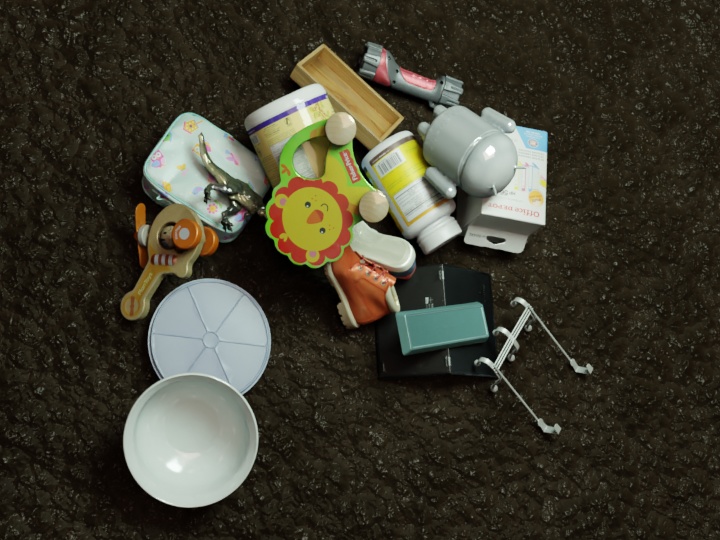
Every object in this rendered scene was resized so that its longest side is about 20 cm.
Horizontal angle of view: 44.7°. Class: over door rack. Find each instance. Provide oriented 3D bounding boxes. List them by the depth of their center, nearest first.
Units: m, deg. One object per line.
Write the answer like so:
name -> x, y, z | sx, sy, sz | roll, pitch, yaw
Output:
over door rack -> 0.297, 0.169, 1.532 | 0.200, 0.066, 0.149 | 43, 65, -16

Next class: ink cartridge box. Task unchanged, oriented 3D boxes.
ink cartridge box -> 0.252, -0.142, 1.566 | 0.126, 0.125, 0.204 | 8, 73, -13

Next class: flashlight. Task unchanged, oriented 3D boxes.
flashlight -> 0.093, -0.357, 1.611 | 0.196, 0.068, 0.069 | 16, 61, -11

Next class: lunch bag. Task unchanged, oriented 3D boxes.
lunch bag -> -0.259, -0.151, 1.452 | 0.198, 0.077, 0.162 | 33, 71, -5

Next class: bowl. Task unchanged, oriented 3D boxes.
bowl -> -0.255, 0.245, 1.326 | 0.197, 0.090, 0.205 | -1, 97, -10

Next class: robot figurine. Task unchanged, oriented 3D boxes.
robot figurine -> 0.181, -0.196, 1.453 | 0.170, 0.113, 0.200 | -49, 55, 0

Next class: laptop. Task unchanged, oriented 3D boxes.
laptop -> 0.132, 0.095, 1.533 | 0.196, 0.116, 0.191 | -6, 75, 13

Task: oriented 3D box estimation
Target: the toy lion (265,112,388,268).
toy lion -> -0.064, -0.114, 1.331 | 0.189, 0.069, 0.203 | -23, 98, 3

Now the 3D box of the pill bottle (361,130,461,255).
pill bottle -> 0.093, -0.133, 1.528 | 0.108, 0.109, 0.202 | -29, 85, -20

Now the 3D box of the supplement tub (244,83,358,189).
supplement tub -> -0.087, -0.182, 1.420 | 0.144, 0.145, 0.203 | -28, 99, -20

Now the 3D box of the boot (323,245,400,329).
boot -> 0.000, 0.000, 1.424 | 0.105, 0.202, 0.076 | -11, 35, 15

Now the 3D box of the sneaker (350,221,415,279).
sneaker -> 0.008, -0.037, 1.499 | 0.198, 0.085, 0.076 | 29, 76, 24

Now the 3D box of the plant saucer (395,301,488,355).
plant saucer -> 0.141, 0.094, 1.455 | 0.197, 0.019, 0.071 | -5, 80, -39

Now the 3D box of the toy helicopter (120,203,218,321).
toy helicopter -> -0.326, -0.015, 1.388 | 0.131, 0.079, 0.202 | 32, 92, 18

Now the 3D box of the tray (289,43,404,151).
tray -> -0.023, -0.308, 1.564 | 0.199, 0.037, 0.099 | 42, 45, -1

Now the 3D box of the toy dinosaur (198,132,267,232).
toy dinosaur -> -0.207, -0.121, 1.394 | 0.200, 0.047, 0.089 | 44, 52, -10

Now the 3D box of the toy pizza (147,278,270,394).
toy pizza -> -0.243, 0.114, 1.411 | 0.196, 0.032, 0.204 | 4, 75, -16
